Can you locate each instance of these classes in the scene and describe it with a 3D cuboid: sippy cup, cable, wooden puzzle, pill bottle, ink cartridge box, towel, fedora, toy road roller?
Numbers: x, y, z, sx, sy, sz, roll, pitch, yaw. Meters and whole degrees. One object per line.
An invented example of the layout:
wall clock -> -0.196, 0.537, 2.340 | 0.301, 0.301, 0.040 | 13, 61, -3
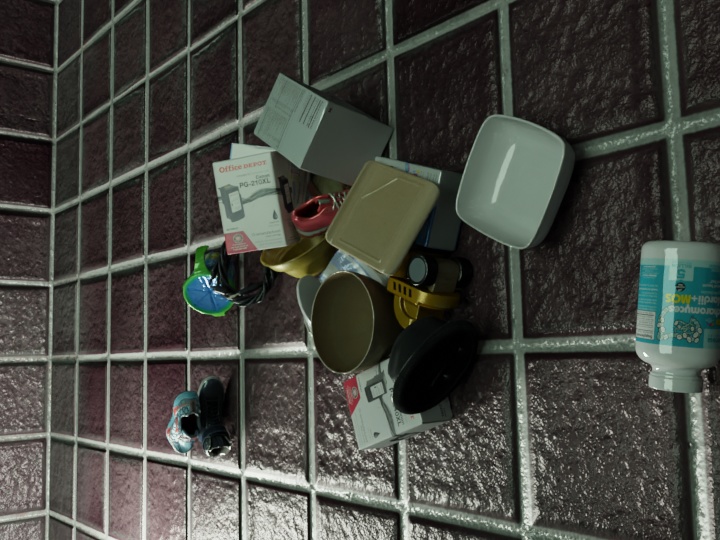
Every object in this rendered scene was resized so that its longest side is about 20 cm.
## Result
sippy cup -> -0.386, 0.023, 2.045 | 0.131, 0.139, 0.178 | -89, 22, -53
cable -> -0.277, -0.014, 1.925 | 0.163, 0.051, 0.201 | 27, 82, 15
wooden puzzle -> 0.041, -0.101, 1.454 | 0.200, 0.037, 0.186 | 30, 90, 45
pill bottle -> 0.435, 0.062, 1.061 | 0.111, 0.110, 0.201 | 3, 90, 51
ink cartridge box -> -0.222, -0.146, 1.665 | 0.144, 0.084, 0.201 | -8, 94, 19
towel -> 0.000, 0.000, 1.635 | 0.147, 0.024, 0.200 | 48, 126, 18
ink cartridge box -> 0.103, -0.132, 1.503 | 0.200, 0.084, 0.145 | 22, 104, 51
ink cartridge box -> -0.207, -0.214, 1.809 | 0.125, 0.200, 0.129 | 8, 94, 19
fedora -> 0.114, 0.154, 1.383 | 0.092, 0.200, 0.201 | 42, 118, 40
ink cartridge box -> 0.069, 0.251, 1.515 | 0.200, 0.083, 0.146 | -35, 62, 44
toy road roller -> 0.100, 0.029, 1.463 | 0.200, 0.122, 0.147 | 25, 107, 49

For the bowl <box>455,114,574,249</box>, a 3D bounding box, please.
bowl -> 0.267, -0.150, 1.312 | 0.200, 0.074, 0.201 | 35, 115, 46

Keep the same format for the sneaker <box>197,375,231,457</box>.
sneaker -> -0.382, 0.393, 2.051 | 0.146, 0.077, 0.203 | -137, 50, -56

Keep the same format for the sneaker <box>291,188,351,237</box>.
sneaker -> -0.051, -0.129, 1.609 | 0.199, 0.087, 0.074 | -23, 68, 8

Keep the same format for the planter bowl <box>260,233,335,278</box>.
planter bowl -> -0.117, -0.042, 1.734 | 0.200, 0.200, 0.084 | 2, 131, 51

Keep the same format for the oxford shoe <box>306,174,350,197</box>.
oxford shoe -> -0.046, -0.164, 1.702 | 0.200, 0.070, 0.075 | 45, 111, 37

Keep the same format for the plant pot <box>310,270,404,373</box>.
plant pot -> 0.012, 0.104, 1.557 | 0.200, 0.134, 0.202 | -6, 83, 50

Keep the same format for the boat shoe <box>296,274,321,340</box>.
boat shoe -> -0.092, 0.107, 1.708 | 0.066, 0.072, 0.201 | -15, 105, 60

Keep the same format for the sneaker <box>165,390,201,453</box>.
sneaker -> -0.462, 0.417, 2.046 | 0.096, 0.079, 0.201 | -124, 38, -49

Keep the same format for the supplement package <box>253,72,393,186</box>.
supplement package -> -0.080, -0.293, 1.645 | 0.200, 0.191, 0.148 | 40, 109, 44
